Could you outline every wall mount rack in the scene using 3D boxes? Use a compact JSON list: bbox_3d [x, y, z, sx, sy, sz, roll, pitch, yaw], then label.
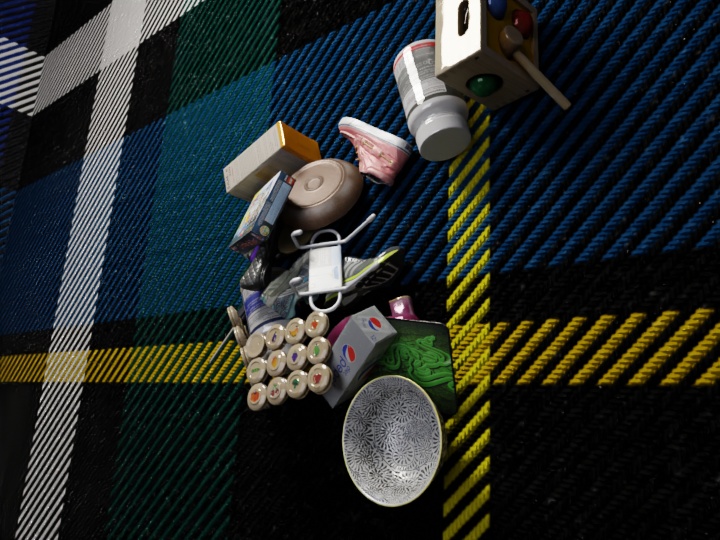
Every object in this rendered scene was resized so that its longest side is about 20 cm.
[{"bbox_3d":[-0.046,-0.024,1.107,0.171,0.075,0.202,-9,53,8],"label":"wall mount rack"}]

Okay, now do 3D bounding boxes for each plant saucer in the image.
[{"bbox_3d":[-0.091,-0.171,1.227,0.198,0.037,0.202,-13,48,15],"label":"plant saucer"}]

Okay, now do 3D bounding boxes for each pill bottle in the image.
[{"bbox_3d":[-0.176,0.107,1.221,0.119,0.119,0.202,-35,57,28],"label":"pill bottle"},{"bbox_3d":[0.134,-0.312,1.082,0.113,0.113,0.202,-28,61,31],"label":"pill bottle"}]

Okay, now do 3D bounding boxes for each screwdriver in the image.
[{"bbox_3d":[-0.307,0.144,1.380,0.201,0.029,0.028,-50,51,11],"label":"screwdriver"}]

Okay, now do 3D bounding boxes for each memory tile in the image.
[{"bbox_3d":[-0.232,0.183,1.235,0.017,0.154,0.201,-21,59,-9],"label":"memory tile"},{"bbox_3d":[-0.135,0.165,1.073,0.198,0.017,0.155,-22,58,29],"label":"memory tile"}]

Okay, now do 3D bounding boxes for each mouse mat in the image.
[{"bbox_3d":[0.077,0.160,1.015,0.198,0.007,0.163,2,106,40],"label":"mouse mat"}]

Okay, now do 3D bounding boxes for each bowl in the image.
[{"bbox_3d":[0.073,0.280,0.972,0.199,0.094,0.204,-14,68,37],"label":"bowl"}]

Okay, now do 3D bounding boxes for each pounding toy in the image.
[{"bbox_3d":[0.237,-0.366,0.981,0.141,0.182,0.203,-15,67,49],"label":"pounding toy"}]

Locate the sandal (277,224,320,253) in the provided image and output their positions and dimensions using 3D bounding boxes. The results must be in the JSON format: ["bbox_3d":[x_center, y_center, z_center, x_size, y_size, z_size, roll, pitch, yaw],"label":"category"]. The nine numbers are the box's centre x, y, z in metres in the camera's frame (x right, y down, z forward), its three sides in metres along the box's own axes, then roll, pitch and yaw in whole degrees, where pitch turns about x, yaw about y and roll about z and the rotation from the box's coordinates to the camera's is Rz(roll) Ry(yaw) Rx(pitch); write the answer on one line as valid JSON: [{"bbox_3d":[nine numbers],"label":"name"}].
[{"bbox_3d":[-0.104,-0.106,1.265,0.077,0.070,0.214,9,61,24],"label":"sandal"}]

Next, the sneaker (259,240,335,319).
[{"bbox_3d":[-0.111,0.021,1.193,0.200,0.086,0.078,-45,3,-29],"label":"sneaker"}]

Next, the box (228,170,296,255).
[{"bbox_3d":[-0.206,-0.113,1.212,0.199,0.037,0.138,-17,48,64],"label":"box"}]

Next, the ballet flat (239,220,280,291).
[{"bbox_3d":[-0.201,-0.041,1.207,0.056,0.067,0.202,0,45,9],"label":"ballet flat"}]

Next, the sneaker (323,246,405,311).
[{"bbox_3d":[0.000,0.000,1.135,0.199,0.074,0.082,-31,56,28],"label":"sneaker"}]

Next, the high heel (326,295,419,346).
[{"bbox_3d":[0.022,0.127,1.081,0.198,0.067,0.097,-24,52,19],"label":"high heel"}]

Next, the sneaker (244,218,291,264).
[{"bbox_3d":[-0.177,-0.076,1.318,0.100,0.069,0.201,49,112,30],"label":"sneaker"}]

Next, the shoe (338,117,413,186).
[{"bbox_3d":[0.011,-0.242,1.194,0.199,0.071,0.092,31,92,37],"label":"shoe"}]

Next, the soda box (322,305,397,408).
[{"bbox_3d":[-0.013,0.157,1.046,0.068,0.063,0.201,48,133,21],"label":"soda box"}]

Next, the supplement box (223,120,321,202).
[{"bbox_3d":[-0.201,-0.236,1.340,0.199,0.125,0.074,-31,60,29],"label":"supplement box"}]
